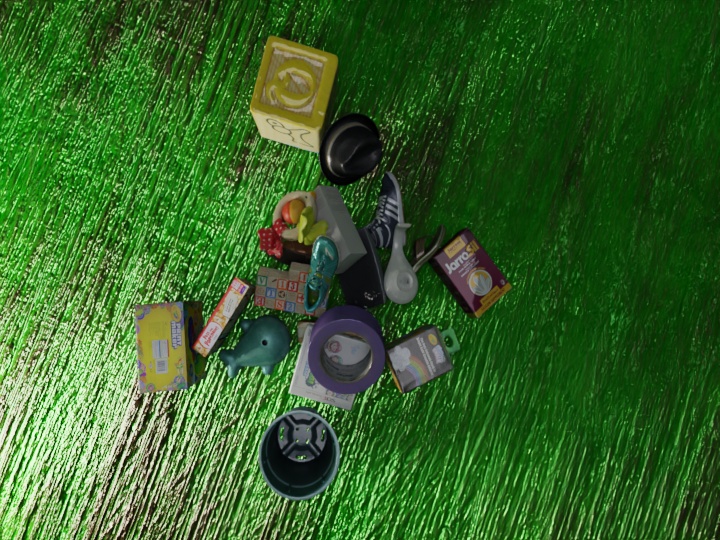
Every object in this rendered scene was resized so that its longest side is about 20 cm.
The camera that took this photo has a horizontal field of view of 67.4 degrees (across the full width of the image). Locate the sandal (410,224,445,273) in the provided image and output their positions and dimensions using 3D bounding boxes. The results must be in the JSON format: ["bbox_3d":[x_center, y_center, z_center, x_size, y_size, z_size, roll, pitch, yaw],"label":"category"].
[{"bbox_3d":[0.161,-0.050,1.470,0.057,0.080,0.202,43,86,-6],"label":"sandal"}]

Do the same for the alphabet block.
[{"bbox_3d":[-0.166,-0.448,1.405,0.188,0.200,0.205,13,86,-4],"label":"alphabet block"}]

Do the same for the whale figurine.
[{"bbox_3d":[-0.276,0.204,1.415,0.195,0.104,0.164,-27,90,-5],"label":"whale figurine"}]

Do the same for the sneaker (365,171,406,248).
[{"bbox_3d":[0.059,-0.161,1.465,0.104,0.070,0.209,-10,91,-18],"label":"sneaker"}]

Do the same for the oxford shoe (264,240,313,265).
[{"bbox_3d":[-0.174,-0.057,1.464,0.192,0.072,0.073,14,57,-2],"label":"oxford shoe"}]

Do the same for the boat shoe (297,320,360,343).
[{"bbox_3d":[-0.076,0.175,1.451,0.191,0.074,0.072,4,91,4],"label":"boat shoe"}]

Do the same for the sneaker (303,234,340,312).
[{"bbox_3d":[-0.099,0.013,1.332,0.075,0.080,0.207,16,116,5],"label":"sneaker"}]

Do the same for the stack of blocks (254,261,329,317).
[{"bbox_3d":[-0.178,0.044,1.431,0.192,0.059,0.120,10,110,-3],"label":"stack of blocks"}]

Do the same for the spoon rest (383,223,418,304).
[{"bbox_3d":[0.107,-0.017,1.420,0.095,0.060,0.209,3,85,-15],"label":"spoon rest"}]

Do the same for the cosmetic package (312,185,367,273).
[{"bbox_3d":[-0.077,-0.105,1.411,0.106,0.084,0.206,-34,74,33],"label":"cosmetic package"}]

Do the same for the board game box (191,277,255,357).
[{"bbox_3d":[-0.346,0.118,1.391,0.045,0.151,0.204,31,85,-2],"label":"board game box"}]

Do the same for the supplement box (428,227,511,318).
[{"bbox_3d":[0.294,0.008,1.466,0.130,0.103,0.202,-38,90,-4],"label":"supplement box"}]

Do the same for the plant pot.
[{"bbox_3d":[-0.151,0.439,1.366,0.191,0.196,0.210,0,88,-5],"label":"plant pot"}]

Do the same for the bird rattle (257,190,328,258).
[{"bbox_3d":[-0.172,-0.120,1.379,0.194,0.112,0.170,-10,64,33],"label":"bird rattle"}]

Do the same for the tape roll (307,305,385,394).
[{"bbox_3d":[-0.035,0.198,1.352,0.191,0.085,0.208,0,109,0],"label":"tape roll"}]

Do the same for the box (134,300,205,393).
[{"bbox_3d":[-0.473,0.184,1.357,0.117,0.193,0.209,-4,88,-4],"label":"box"}]

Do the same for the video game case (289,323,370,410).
[{"bbox_3d":[-0.082,0.257,1.428,0.175,0.024,0.207,16,107,-6],"label":"video game case"}]

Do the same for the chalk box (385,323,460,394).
[{"bbox_3d":[0.168,0.222,1.439,0.194,0.124,0.128,-24,88,-6],"label":"chalk box"}]

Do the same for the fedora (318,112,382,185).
[{"bbox_3d":[-0.011,-0.309,1.421,0.195,0.091,0.208,-17,121,-30],"label":"fedora"}]

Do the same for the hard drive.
[{"bbox_3d":[0.000,0.000,1.444,0.132,0.042,0.208,-19,85,35],"label":"hard drive"}]
